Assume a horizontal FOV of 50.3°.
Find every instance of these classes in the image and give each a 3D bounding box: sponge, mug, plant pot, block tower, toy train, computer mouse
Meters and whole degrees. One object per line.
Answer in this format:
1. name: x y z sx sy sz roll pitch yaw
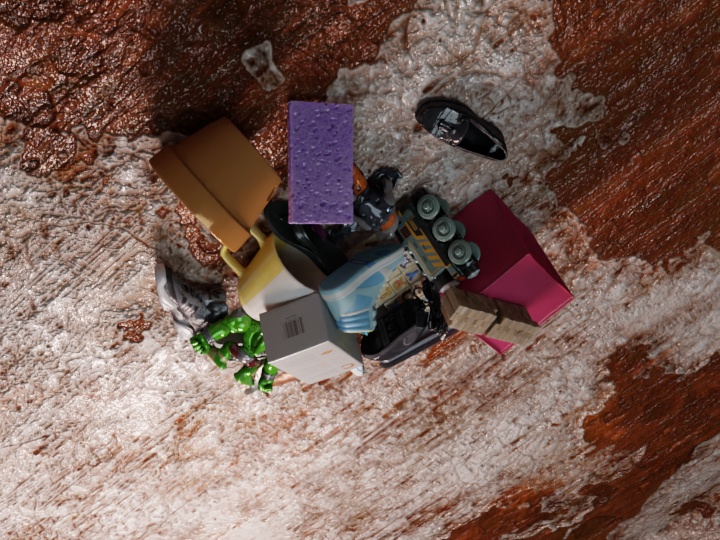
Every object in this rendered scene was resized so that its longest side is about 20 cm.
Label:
1. sponge: -0.067 -0.180 1.291 0.110 0.030 0.204 -2 97 -17
2. mug: -0.163 0.005 1.449 0.153 0.188 0.149 -40 165 29
3. plant pot: -0.222 -0.150 1.237 0.140 0.200 0.200 -43 133 -1
4. block tower: 0.238 0.086 1.424 0.198 0.058 0.054 17 124 -29
5. toy train: 0.142 -0.055 1.451 0.114 0.201 0.085 -39 163 20
6. computer mouse: 0.088 0.116 1.484 0.199 0.140 0.053 -34 131 22

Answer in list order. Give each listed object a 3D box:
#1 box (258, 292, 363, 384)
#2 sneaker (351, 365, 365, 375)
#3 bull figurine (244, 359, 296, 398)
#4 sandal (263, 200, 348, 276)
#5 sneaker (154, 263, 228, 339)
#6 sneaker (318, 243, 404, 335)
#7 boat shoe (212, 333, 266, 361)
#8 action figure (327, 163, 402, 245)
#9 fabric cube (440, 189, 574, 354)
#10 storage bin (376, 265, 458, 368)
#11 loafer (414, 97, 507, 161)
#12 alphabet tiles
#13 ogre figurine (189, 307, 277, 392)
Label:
1. box: -0.089 0.133 1.446 0.123 0.099 0.200 -20 155 11
2. sneaker: -0.047 0.164 1.654 0.072 0.072 0.201 -30 130 1
3. bull figurine: -0.168 0.207 1.653 0.197 0.066 0.122 -20 138 -3
4. sandal: -0.090 -0.064 1.405 0.200 0.076 0.048 39 140 -22
5. sneaker: -0.315 0.046 1.452 0.112 0.076 0.201 -18 140 -5
6. sneaker: 0.016 0.041 1.429 0.199 0.079 0.132 -32 116 -29
7. boat shoe: -0.206 0.150 1.588 0.196 0.076 0.061 1 131 -5
8. action figure: -0.015 -0.109 1.401 0.192 0.105 0.201 26 116 -25
9. fabric cube: 0.269 0.005 1.537 0.195 0.201 0.199 -38 132 17
10. storage bin: 0.098 0.084 1.606 0.198 0.146 0.136 -27 107 6
11. loafer: 0.188 -0.249 1.372 0.198 0.063 0.072 16 124 -31
12. alphabet tiles: 0.040 0.032 1.505 0.166 0.008 0.201 -33 114 6
13. ogre figurine: -0.220 0.152 1.492 0.200 0.098 0.120 43 99 -12
